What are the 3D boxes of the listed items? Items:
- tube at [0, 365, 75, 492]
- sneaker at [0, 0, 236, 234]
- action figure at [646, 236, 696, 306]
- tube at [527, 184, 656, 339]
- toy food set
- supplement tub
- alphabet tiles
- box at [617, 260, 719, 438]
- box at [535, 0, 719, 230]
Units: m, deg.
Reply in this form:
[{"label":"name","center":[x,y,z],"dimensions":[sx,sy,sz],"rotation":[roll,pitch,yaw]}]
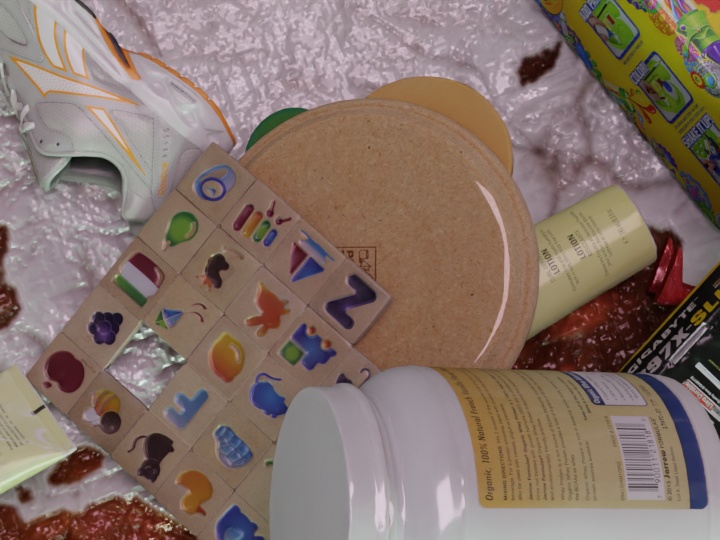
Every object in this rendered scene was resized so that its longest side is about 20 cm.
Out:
[{"label":"tube","center":[-0.249,0.124,1.085],"dimensions":[0.199,0.052,0.058],"rotation":[-33,88,-15]},{"label":"sneaker","center":[-0.171,-0.099,1.147],"dimensions":[0.199,0.076,0.092],"rotation":[35,79,2]},{"label":"action figure","center":[0.267,0.029,1.187],"dimensions":[0.199,0.065,0.052],"rotation":[21,93,-3]},{"label":"tube","center":[0.071,0.021,1.168],"dimensions":[0.199,0.058,0.052],"rotation":[-28,126,-6]},{"label":"toy food set","center":[0.000,0.000,1.135],"dimensions":[0.196,0.049,0.202],"rotation":[-16,80,9]},{"label":"supplement tub","center":[0.066,0.120,1.023],"dimensions":[0.198,0.144,0.146],"rotation":[3,76,-20]},{"label":"alphabet tiles","center":[-0.059,0.058,1.112],"dimensions":[0.200,0.008,0.167],"rotation":[41,94,13]},{"label":"box","center":[0.265,0.067,1.134],"dimensions":[0.200,0.049,0.160],"rotation":[40,98,-14]},{"label":"box","center":[0.237,-0.167,1.199],"dimensions":[0.200,0.122,0.193],"rotation":[-37,84,-15]}]
